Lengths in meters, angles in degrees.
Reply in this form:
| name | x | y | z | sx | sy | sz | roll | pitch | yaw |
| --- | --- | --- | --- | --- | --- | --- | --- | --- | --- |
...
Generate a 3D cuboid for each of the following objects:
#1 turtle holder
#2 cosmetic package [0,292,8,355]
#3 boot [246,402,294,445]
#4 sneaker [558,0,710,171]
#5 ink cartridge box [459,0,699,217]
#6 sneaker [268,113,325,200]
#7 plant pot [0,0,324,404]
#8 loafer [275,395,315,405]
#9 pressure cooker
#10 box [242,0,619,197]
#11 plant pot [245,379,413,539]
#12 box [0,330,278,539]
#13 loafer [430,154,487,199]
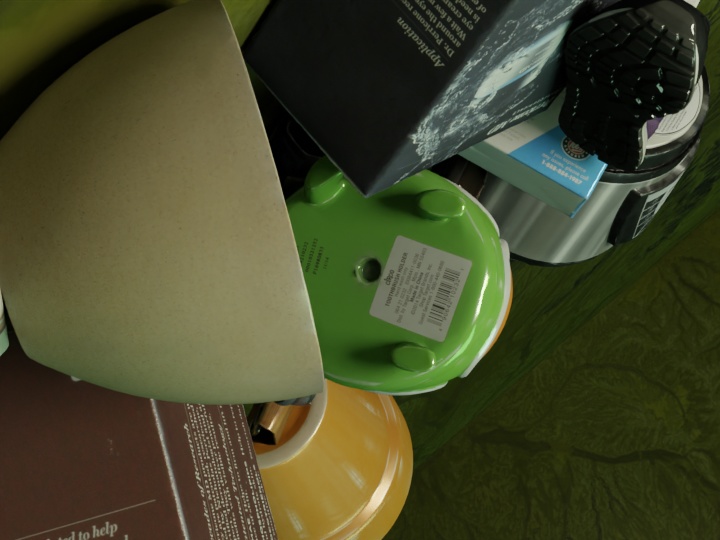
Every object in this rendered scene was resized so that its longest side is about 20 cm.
| name | x | y | z | sx | sy | sz | roll | pitch | yaw |
| --- | --- | --- | --- | --- | --- | --- | --- | --- | --- |
| turtle holder | 0.005 | 0.010 | 1.077 | 0.185 | 0.141 | 0.132 | -12 | 168 | 19 |
| cosmetic package | -0.218 | 0.006 | 0.750 | 0.103 | 0.087 | 0.200 | -49 | 171 | -21 |
| boot | -0.036 | 0.027 | 1.313 | 0.200 | 0.068 | 0.188 | -62 | -173 | -19 |
| sneaker | 0.166 | -0.133 | 1.020 | 0.088 | 0.076 | 0.200 | -55 | 176 | -12 |
| ink cartridge box | 0.144 | -0.152 | 1.166 | 0.200 | 0.115 | 0.068 | -59 | 176 | -9 |
| sneaker | -0.040 | -0.061 | 1.159 | 0.078 | 0.070 | 0.200 | 0 | 141 | -47 |
| plant pot | -0.108 | -0.020 | 0.853 | 0.134 | 0.201 | 0.200 | -15 | 164 | -5 |
| loafer | -0.007 | 0.004 | 1.224 | 0.063 | 0.072 | 0.201 | 15 | 96 | -31 |
| pressure cooker | 0.157 | -0.117 | 1.299 | 0.178 | 0.176 | 0.200 | -3 | 150 | -22 |
| box | 0.071 | -0.168 | 0.993 | 0.197 | 0.117 | 0.200 | -28 | 163 | -47 |
| plant pot | -0.069 | 0.136 | 1.473 | 0.200 | 0.200 | 0.183 | -40 | 154 | -7 |
| box | -0.163 | 0.124 | 1.058 | 0.165 | 0.165 | 0.200 | -16 | 171 | 9 |
| loafer | 0.071 | -0.027 | 1.277 | 0.200 | 0.071 | 0.073 | 102 | 14 | -68 |
